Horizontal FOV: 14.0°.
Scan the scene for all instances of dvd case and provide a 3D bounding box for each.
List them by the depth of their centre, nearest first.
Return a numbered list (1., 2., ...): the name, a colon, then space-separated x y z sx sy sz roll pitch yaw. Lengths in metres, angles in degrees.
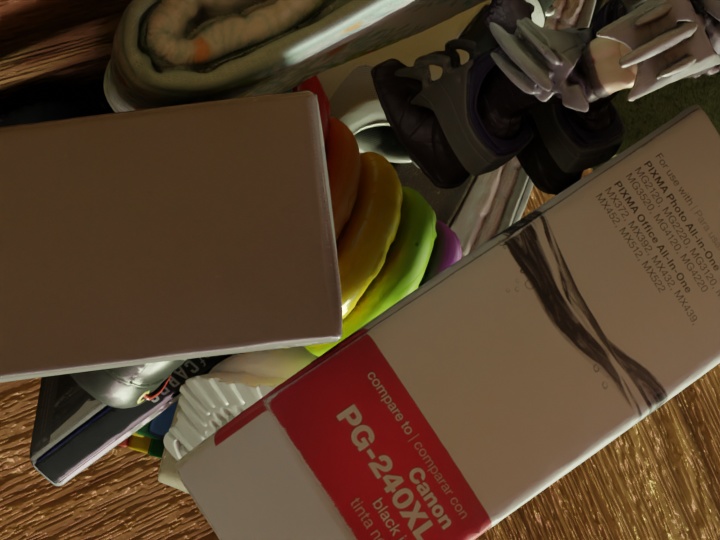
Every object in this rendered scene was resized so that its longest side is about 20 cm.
1. dvd case: -0.068 -0.003 1.341 0.200 0.025 0.150 -36 -154 20

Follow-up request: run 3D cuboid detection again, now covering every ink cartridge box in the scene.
1. ink cartridge box: 0.048 0.039 1.054 0.200 0.083 0.145 -33 177 -20

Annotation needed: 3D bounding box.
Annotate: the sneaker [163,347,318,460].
1. sneaker: -0.029 0.055 1.263 0.080 0.076 0.200 -40 -176 -17

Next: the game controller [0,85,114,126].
1. game controller: -0.142 -0.042 1.162 0.104 0.042 0.200 -39 176 11

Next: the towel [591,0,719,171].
1. towel: 0.145 -0.108 1.083 0.036 0.149 0.200 8 173 -27

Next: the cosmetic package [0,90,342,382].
1. cosmetic package: -0.105 -0.006 0.952 0.199 0.090 0.107 -4 179 2

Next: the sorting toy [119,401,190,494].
1. sorting toy: -0.081 0.013 1.517 0.069 0.200 0.199 15 174 5

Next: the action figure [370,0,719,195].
1. action figure: 0.087 -0.081 1.024 0.130 0.070 0.200 -17 172 -33

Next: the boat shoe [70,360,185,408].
1. boat shoe: -0.100 -0.007 1.275 0.063 0.074 0.201 -46 -162 16

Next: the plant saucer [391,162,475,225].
1. plant saucer: 0.008 -0.049 1.378 0.200 0.032 0.200 -52 -162 25

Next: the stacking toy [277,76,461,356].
1. stacking toy: 0.000 0.000 1.159 0.116 0.200 0.110 -49 -156 20

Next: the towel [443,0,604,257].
1. towel: 0.043 -0.053 1.384 0.191 0.032 0.200 -27 -143 62

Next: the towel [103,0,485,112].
1. towel: 0.007 -0.103 1.005 0.200 0.048 0.171 -24 178 -7

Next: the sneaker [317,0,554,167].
1. sneaker: 0.036 -0.089 1.241 0.200 0.089 0.074 -25 178 -21
